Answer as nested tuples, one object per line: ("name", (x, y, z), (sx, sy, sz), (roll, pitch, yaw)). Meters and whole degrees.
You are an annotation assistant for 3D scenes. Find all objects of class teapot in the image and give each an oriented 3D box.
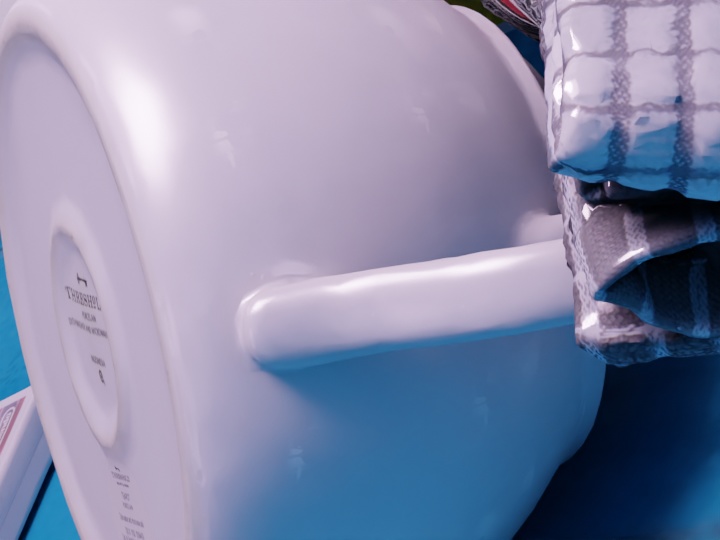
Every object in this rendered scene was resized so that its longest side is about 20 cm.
("teapot", (0.000, 0.000, 0.728), (0.145, 0.198, 0.200), (-13, 50, -17))

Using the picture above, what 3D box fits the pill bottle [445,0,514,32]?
("pill bottle", (0.005, -0.124, 0.843), (0.111, 0.199, 0.112), (0, 89, 44))

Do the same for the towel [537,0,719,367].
("towel", (0.114, -0.073, 0.597), (0.165, 0.086, 0.201), (0, 54, -2))

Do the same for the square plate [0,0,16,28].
("square plate", (-0.057, -0.107, 0.931), (0.200, 0.198, 0.028), (-52, 1, -17))

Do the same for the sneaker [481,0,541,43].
("sneaker", (0.072, -0.074, 0.705), (0.080, 0.075, 0.200), (-15, 40, -16))

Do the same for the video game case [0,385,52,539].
("video game case", (-0.189, 0.123, 0.985), (0.199, 0.018, 0.144), (-26, 31, 37))
